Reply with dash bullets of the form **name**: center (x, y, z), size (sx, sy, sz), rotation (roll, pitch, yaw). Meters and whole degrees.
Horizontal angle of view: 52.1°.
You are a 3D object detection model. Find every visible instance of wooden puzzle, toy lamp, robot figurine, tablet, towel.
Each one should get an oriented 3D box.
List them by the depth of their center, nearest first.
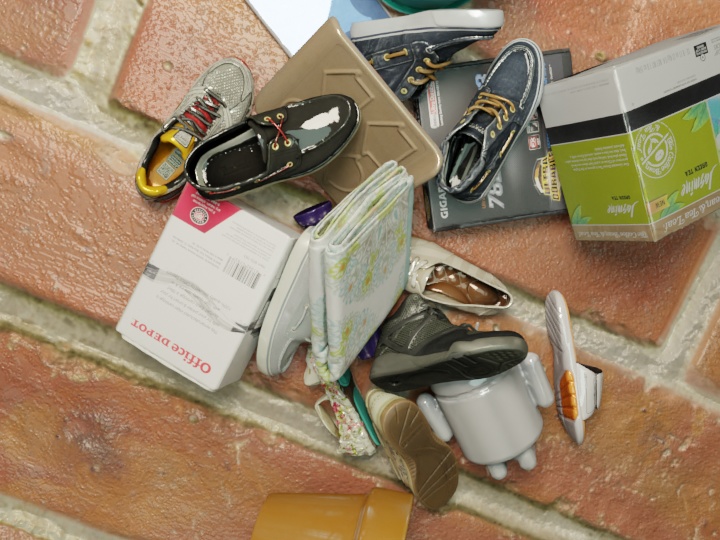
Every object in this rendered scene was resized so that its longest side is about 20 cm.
- **towel**: center (0.000, 0.000, 0.813), size (0.048, 0.171, 0.201), rotation (21, 135, 23)
- **wooden puzzle**: center (-0.014, -0.167, 0.852), size (0.201, 0.185, 0.046), rotation (52, 51, -9)
- **tablet**: center (-0.035, -0.298, 0.890), size (0.130, 0.014, 0.200), rotation (-40, 102, 1)
- **toy lamp**: center (-0.023, 0.016, 0.920), size (0.058, 0.058, 0.202), rotation (-24, 102, -2)
- **robot figurine**: center (0.157, 0.163, 0.936), size (0.168, 0.113, 0.201), rotation (-23, 102, 13)

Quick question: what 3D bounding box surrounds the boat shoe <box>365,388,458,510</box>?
- **boat shoe**: center (0.068, 0.227, 0.944), size (0.073, 0.063, 0.201), rotation (-36, 122, -18)

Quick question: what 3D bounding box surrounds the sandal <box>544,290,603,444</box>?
- **sandal**: center (0.288, 0.126, 0.962), size (0.059, 0.079, 0.209), rotation (-9, 98, -2)

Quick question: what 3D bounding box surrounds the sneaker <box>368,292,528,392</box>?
- **sneaker**: center (0.101, 0.073, 0.868), size (0.076, 0.198, 0.115), rotation (36, 51, -41)

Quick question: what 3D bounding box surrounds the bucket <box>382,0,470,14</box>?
- **bucket**: center (0.083, -0.394, 0.826), size (0.205, 0.135, 0.210), rotation (-1, 99, -5)

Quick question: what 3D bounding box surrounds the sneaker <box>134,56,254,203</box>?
- **sneaker**: center (-0.191, -0.160, 0.860), size (0.078, 0.082, 0.201), rotation (34, 93, -11)

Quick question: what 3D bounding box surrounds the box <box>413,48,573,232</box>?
- **box**: center (0.171, -0.161, 0.919), size (0.196, 0.050, 0.202), rotation (-8, 99, -6)

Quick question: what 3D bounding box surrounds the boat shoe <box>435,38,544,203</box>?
- **boat shoe**: center (0.149, -0.173, 0.834), size (0.070, 0.091, 0.202), rotation (25, 98, 20)

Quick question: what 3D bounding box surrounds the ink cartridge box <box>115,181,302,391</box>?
- **ink cartridge box**: center (-0.173, 0.018, 0.872), size (0.144, 0.083, 0.201), rotation (29, 96, 9)

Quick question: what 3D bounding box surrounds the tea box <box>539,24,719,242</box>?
- **tea box**: center (0.344, -0.158, 0.869), size (0.199, 0.133, 0.198), rotation (-24, 103, -22)

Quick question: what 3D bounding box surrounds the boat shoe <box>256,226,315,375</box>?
- **boat shoe**: center (-0.065, 0.049, 0.866), size (0.071, 0.070, 0.202), rotation (27, 114, 13)

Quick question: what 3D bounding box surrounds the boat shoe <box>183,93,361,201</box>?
- **boat shoe**: center (-0.093, -0.133, 0.787), size (0.200, 0.063, 0.074), rotation (-23, 82, 8)

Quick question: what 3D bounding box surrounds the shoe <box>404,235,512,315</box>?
- **shoe**: center (0.103, 0.006, 0.934), size (0.198, 0.053, 0.071), rotation (20, 96, -9)

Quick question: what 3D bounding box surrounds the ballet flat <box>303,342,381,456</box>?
- **ballet flat**: center (-0.035, 0.151, 0.936), size (0.063, 0.076, 0.202), rotation (-19, 98, 13)

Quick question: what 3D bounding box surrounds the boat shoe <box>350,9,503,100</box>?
- **boat shoe**: center (0.073, -0.237, 0.820), size (0.070, 0.199, 0.092), rotation (-19, 110, -43)

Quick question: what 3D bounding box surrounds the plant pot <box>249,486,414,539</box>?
- **plant pot**: center (-0.041, 0.361, 0.918), size (0.181, 0.200, 0.202), rotation (11, 98, 8)
